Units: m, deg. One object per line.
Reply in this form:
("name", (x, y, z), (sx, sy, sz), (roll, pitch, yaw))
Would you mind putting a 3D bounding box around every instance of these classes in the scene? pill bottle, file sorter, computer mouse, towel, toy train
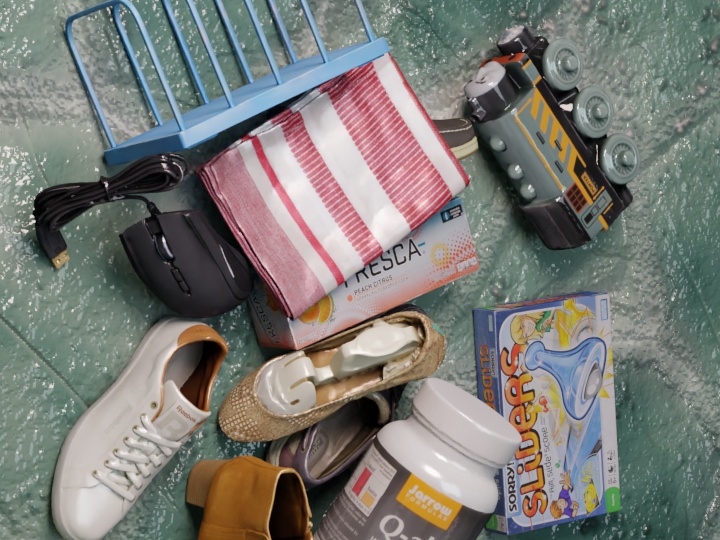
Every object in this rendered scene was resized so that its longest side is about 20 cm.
("pill bottle", (0.042, 0.197, 1.764), (0.116, 0.116, 0.201), (26, 101, -32))
("file sorter", (-0.110, -0.180, 1.667), (0.199, 0.138, 0.124), (-28, 101, -29))
("computer mouse", (-0.170, -0.006, 1.661), (0.200, 0.139, 0.046), (63, 18, -52))
("towel", (-0.019, -0.074, 1.727), (0.199, 0.023, 0.145), (-37, 100, -21))
("toy train", (0.167, -0.114, 1.879), (0.114, 0.085, 0.201), (-48, 116, -29))

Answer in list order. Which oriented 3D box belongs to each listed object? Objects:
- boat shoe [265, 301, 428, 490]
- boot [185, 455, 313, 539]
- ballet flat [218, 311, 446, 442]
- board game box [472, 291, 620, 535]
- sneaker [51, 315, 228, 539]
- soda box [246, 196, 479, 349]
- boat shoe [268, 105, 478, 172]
("boat shoe", (0.002, 0.109, 1.798), (0.200, 0.065, 0.072), (-47, 116, -22))
("boot", (-0.091, 0.249, 1.697), (0.070, 0.144, 0.203), (-3, 94, -32))
("ballet flat", (-0.026, 0.079, 1.740), (0.199, 0.065, 0.071), (-24, 67, -7))
("board game box", (0.168, 0.127, 1.927), (0.134, 0.034, 0.202), (-8, 97, -33))
("sneaker", (-0.171, 0.125, 1.674), (0.073, 0.084, 0.201), (36, 75, -31))
("soda box", (0.000, 0.000, 1.792), (0.199, 0.063, 0.069), (-23, 104, -31))
("boat shoe", (0.011, -0.118, 1.789), (0.199, 0.072, 0.067), (-8, 102, -28))
